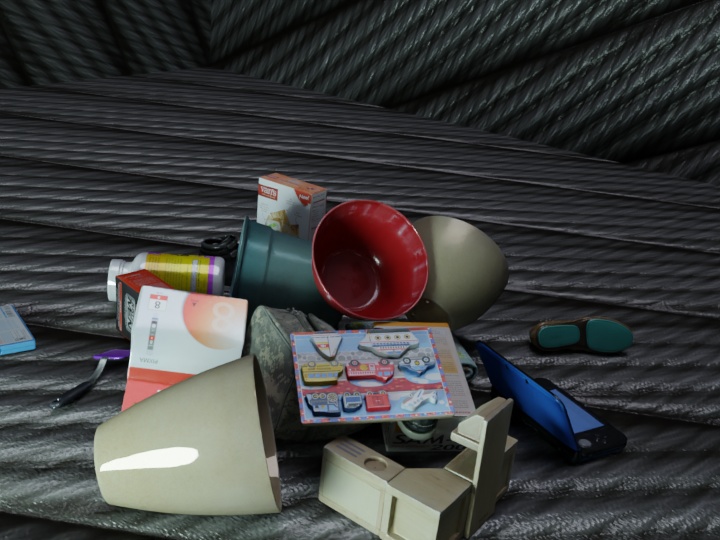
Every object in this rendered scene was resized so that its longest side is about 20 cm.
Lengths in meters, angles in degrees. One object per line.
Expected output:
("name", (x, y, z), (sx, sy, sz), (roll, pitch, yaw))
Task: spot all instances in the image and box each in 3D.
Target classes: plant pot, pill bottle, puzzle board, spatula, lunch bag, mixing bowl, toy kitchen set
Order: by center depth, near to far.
("plant pot", (-0.207, 0.210, 0.989), (0.197, 0.190, 0.188), (-10, 23, -3))
("toy kitchen set", (0.083, 0.217, 1.041), (0.179, 0.166, 0.199), (21, 26, 32))
("puzzle board", (0.013, 0.132, 1.078), (0.197, 0.018, 0.152), (-1, 44, -12))
("lunch bag", (-0.074, 0.150, 1.211), (0.166, 0.141, 0.200), (14, 17, -31))
("spatula", (-0.399, 0.156, 1.236), (0.056, 0.021, 0.200), (-1, 22, 16))
("mixing bowl", (0.000, 0.000, 1.340), (0.197, 0.203, 0.108), (-4, -19, -24))
("plant pot", (0.139, 0.028, 1.416), (0.198, 0.202, 0.135), (16, 54, 22))
("plant pot", (-0.125, 0.023, 1.440), (0.193, 0.203, 0.201), (11, 21, -10))
("pill bottle", (-0.342, 0.022, 1.470), (0.197, 0.106, 0.105), (4, 22, -8))

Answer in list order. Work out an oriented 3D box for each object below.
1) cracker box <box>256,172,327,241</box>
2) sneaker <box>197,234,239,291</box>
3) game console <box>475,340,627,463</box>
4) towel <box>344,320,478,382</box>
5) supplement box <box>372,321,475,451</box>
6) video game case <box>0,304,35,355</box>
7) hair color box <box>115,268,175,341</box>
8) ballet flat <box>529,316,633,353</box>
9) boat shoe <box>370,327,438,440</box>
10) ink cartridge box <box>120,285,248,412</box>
("cracker box", (-0.141, -0.078, 1.645), (0.133, 0.203, 0.057), (19, 25, 30))
("sneaker", (-0.225, -0.013, 1.598), (0.197, 0.101, 0.071), (6, 20, -5))
("game console", (0.286, 0.183, 1.245), (0.168, 0.120, 0.200), (-7, 26, -30))
("towel", (0.080, 0.135, 1.397), (0.197, 0.049, 0.172), (1, 24, -14))
("supplement box", (0.086, 0.168, 1.226), (0.124, 0.074, 0.201), (2, 37, -10))
("video game case", (-0.631, 0.105, 1.303), (0.198, 0.018, 0.143), (-10, 28, -35))
("hair color box", (-0.322, 0.082, 1.336), (0.061, 0.103, 0.199), (-16, 30, -42))
("ballet flat", (0.400, 0.118, 1.528), (0.197, 0.069, 0.072), (-2, 4, -12))
("boat shoe", (0.056, 0.137, 1.141), (0.073, 0.067, 0.201), (-2, 39, -17))
("ink cartridge box", (-0.249, 0.124, 1.181), (0.160, 0.050, 0.202), (9, 52, -11))
